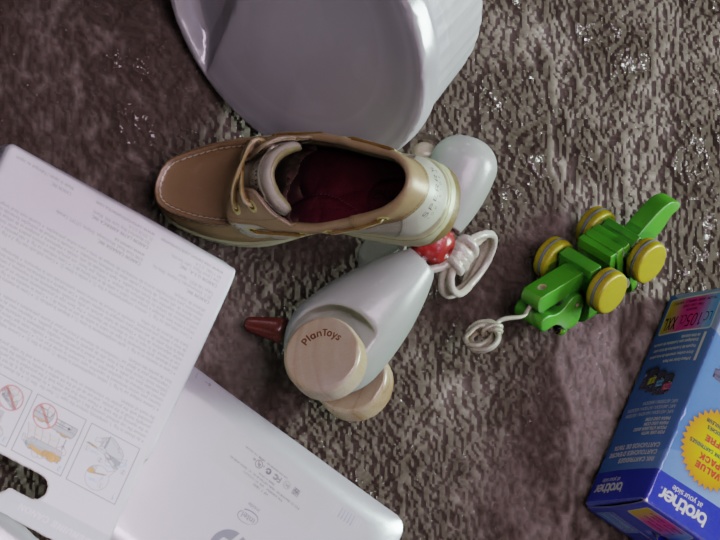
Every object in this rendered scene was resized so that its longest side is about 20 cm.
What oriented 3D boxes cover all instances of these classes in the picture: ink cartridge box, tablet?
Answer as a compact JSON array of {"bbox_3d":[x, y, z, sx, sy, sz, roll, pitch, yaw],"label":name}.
[{"bbox_3d":[-0.186,0.048,1.468,0.162,0.057,0.200,30,75,-17],"label":"ink cartridge box"},{"bbox_3d":[0.244,0.132,1.678,0.136,0.076,0.200,33,70,-20],"label":"ink cartridge box"},{"bbox_3d":[-0.074,0.156,1.534,0.200,0.014,0.130,37,67,-18],"label":"tablet"}]

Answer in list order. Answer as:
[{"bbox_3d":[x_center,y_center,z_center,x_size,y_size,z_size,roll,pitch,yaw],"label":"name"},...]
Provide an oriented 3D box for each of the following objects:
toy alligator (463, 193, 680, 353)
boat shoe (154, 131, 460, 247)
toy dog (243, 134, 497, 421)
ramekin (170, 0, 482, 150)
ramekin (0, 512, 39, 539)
[{"bbox_3d":[0.141,0.015,1.654,0.200,0.059,0.054,-35,140,-28],"label":"toy alligator"},{"bbox_3d":[-0.041,-0.054,1.486,0.066,0.200,0.074,31,62,-61],"label":"boat shoe"},{"bbox_3d":[0.000,0.000,1.556,0.096,0.132,0.200,27,59,19],"label":"toy dog"},{"bbox_3d":[-0.016,-0.173,1.520,0.094,0.202,0.203,-41,102,-38],"label":"ramekin"},{"bbox_3d":[-0.249,0.217,1.381,0.200,0.098,0.201,5,80,-28],"label":"ramekin"}]
